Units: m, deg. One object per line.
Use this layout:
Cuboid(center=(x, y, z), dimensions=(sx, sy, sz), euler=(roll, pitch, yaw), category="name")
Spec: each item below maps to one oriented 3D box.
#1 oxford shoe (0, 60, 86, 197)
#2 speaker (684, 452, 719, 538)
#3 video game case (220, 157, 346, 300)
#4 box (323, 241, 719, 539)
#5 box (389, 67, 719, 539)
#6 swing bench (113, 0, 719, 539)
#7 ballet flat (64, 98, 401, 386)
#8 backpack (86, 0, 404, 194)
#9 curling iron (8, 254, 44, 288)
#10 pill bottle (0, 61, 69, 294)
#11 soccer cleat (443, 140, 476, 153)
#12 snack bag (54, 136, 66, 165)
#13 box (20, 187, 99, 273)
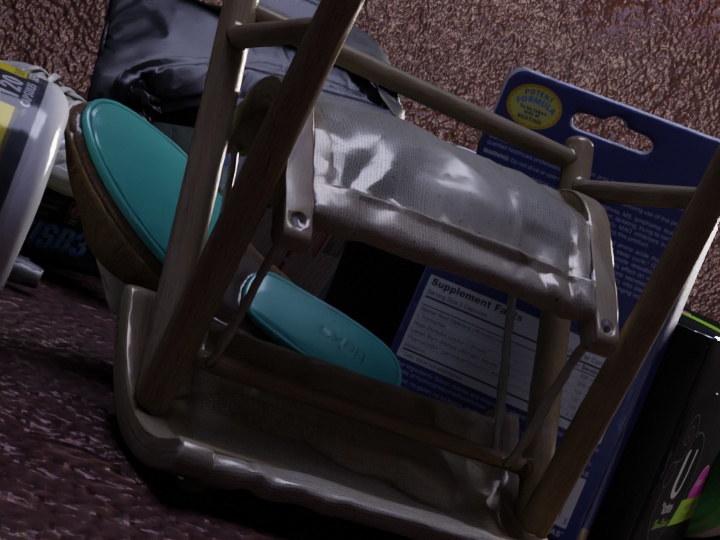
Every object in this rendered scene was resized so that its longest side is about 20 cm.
Cuboid(center=(-0.179, -0.082, 0.952), dimensions=(0.199, 0.058, 0.075), euler=(29, 4, 26), category="oxford shoe")
Cuboid(center=(0.225, 0.121, 1.014), dimensions=(0.088, 0.089, 0.199), euler=(26, 5, 32), category="speaker")
Cuboid(center=(0.000, 0.000, 1.024), dimensions=(0.199, 0.144, 0.018), euler=(22, 38, -17), category="video game case")
Cuboid(center=(0.091, 0.053, 0.887), dimensions=(0.199, 0.125, 0.148), euler=(24, 6, 22), category="box")
Cuboid(center=(0.088, 0.016, 0.789), dimensions=(0.120, 0.202, 0.032), euler=(23, -3, 19), category="box")
Cuboid(center=(0.021, 0.008, 0.678), dimensions=(0.198, 0.202, 0.129), euler=(21, -5, -26), category="swing bench")
Cuboid(center=(-0.071, 0.011, 0.760), dimensions=(0.200, 0.072, 0.068), euler=(41, 40, -14), category="ballet flat")
Cuboid(center=(-0.074, -0.099, 1.063), dimensions=(0.198, 0.127, 0.168), euler=(12, 49, -10), category="backpack")
Cuboid(center=(-0.253, -0.040, 0.854), dimensions=(0.198, 0.026, 0.050), euler=(23, 11, 1), category="curling iron")
Cuboid(center=(-0.228, -0.059, 0.676), dimensions=(0.198, 0.113, 0.112), euler=(22, 5, -14), category="pill bottle")
Cuboid(center=(0.001, -0.082, 1.158), dimensions=(0.199, 0.067, 0.077), euler=(20, -15, 24), category="soccer cleat")
Cuboid(center=(-0.275, -0.092, 0.861), dimensions=(0.187, 0.022, 0.200), euler=(-12, 35, -40), category="snack bag")
Cuboid(center=(-0.254, -0.063, 1.005), dimensions=(0.198, 0.050, 0.199), euler=(28, 6, 34), category="box")
